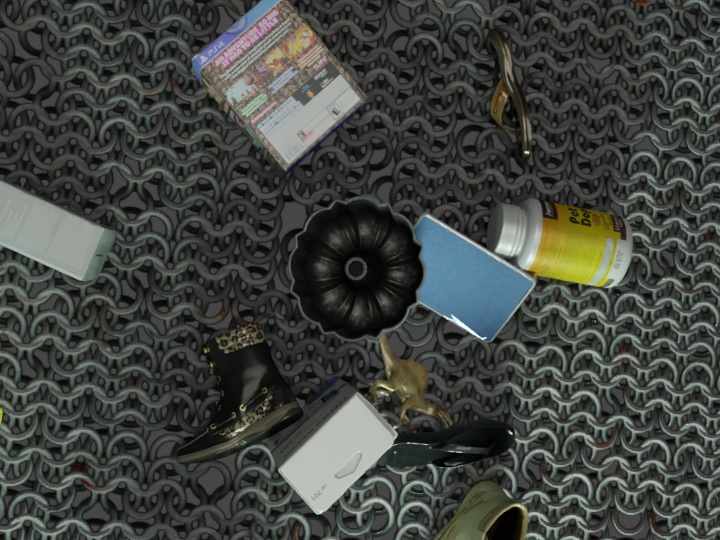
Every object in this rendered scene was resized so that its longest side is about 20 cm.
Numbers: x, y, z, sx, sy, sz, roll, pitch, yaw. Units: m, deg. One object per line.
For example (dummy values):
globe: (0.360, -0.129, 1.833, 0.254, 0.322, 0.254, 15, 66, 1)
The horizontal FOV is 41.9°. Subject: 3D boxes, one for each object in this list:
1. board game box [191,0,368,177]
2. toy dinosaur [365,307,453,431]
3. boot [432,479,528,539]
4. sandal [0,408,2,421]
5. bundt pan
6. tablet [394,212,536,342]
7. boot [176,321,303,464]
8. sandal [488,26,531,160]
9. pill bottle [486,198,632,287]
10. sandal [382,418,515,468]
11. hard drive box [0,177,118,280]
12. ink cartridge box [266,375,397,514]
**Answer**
board game box: (-0.116, -0.262, 1.333, 0.159, 0.097, 0.201, -41, 95, -8)
toy dinosaur: (0.052, 0.163, 1.384, 0.101, 0.058, 0.201, -37, 96, -24)
boot: (0.161, 0.403, 1.334, 0.072, 0.155, 0.201, 35, 84, -7)
sandal: (-0.529, 0.129, 1.264, 0.078, 0.087, 0.203, -12, 89, -7)
bundt pan: (0.000, 0.000, 1.338, 0.199, 0.076, 0.205, -1, 86, 11)
tablet: (0.143, 0.013, 1.383, 0.198, 0.014, 0.131, 31, 117, -7)
boot: (-0.189, 0.176, 1.321, 0.198, 0.073, 0.152, -27, 75, 19)
sandal: (0.214, -0.259, 1.400, 0.054, 0.082, 0.203, -16, 93, 7)
pill bottle: (0.291, -0.043, 1.389, 0.197, 0.109, 0.111, 10, 87, -9)
sandal: (0.131, 0.266, 1.375, 0.197, 0.043, 0.077, -9, 131, -2)
hard drive box: (-0.435, -0.062, 1.248, 0.198, 0.156, 0.078, 25, 86, -7)
ink cartridge box: (-0.044, 0.231, 1.282, 0.146, 0.200, 0.086, -43, 95, -8)
